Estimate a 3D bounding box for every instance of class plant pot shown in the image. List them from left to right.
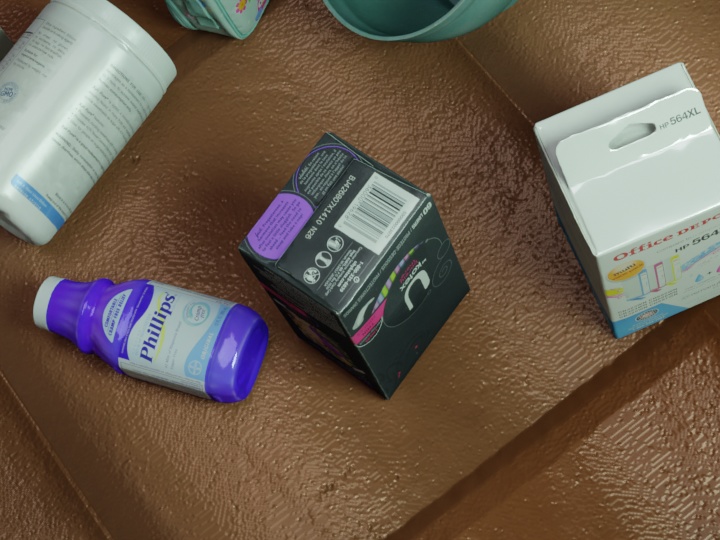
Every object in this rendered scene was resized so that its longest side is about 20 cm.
[{"bbox_3d":[0.074,-0.286,1.688,0.200,0.134,0.202,-4,84,39],"label":"plant pot"}]

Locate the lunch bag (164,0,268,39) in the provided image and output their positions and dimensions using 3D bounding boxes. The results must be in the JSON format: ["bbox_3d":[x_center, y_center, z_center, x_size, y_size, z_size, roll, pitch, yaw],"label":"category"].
[{"bbox_3d":[-0.129,-0.301,1.724,0.077,0.200,0.161,18,75,21],"label":"lunch bag"}]

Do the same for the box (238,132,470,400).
[{"bbox_3d":[0.000,0.000,1.571,0.106,0.200,0.122,33,79,23],"label":"box"}]

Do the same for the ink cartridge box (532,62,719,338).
[{"bbox_3d":[0.223,-0.056,1.542,0.128,0.200,0.126,-24,65,3],"label":"ink cartridge box"}]

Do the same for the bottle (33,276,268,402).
[{"bbox_3d":[-0.180,0.050,1.667,0.199,0.065,0.084,15,74,18],"label":"bottle"}]

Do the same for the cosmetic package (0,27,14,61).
[{"bbox_3d":[-0.420,-0.171,1.810,0.200,0.073,0.104,-44,65,-6],"label":"cosmetic package"}]

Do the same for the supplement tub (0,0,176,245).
[{"bbox_3d":[-0.269,-0.135,1.728,0.132,0.132,0.200,33,78,23],"label":"supplement tub"}]
